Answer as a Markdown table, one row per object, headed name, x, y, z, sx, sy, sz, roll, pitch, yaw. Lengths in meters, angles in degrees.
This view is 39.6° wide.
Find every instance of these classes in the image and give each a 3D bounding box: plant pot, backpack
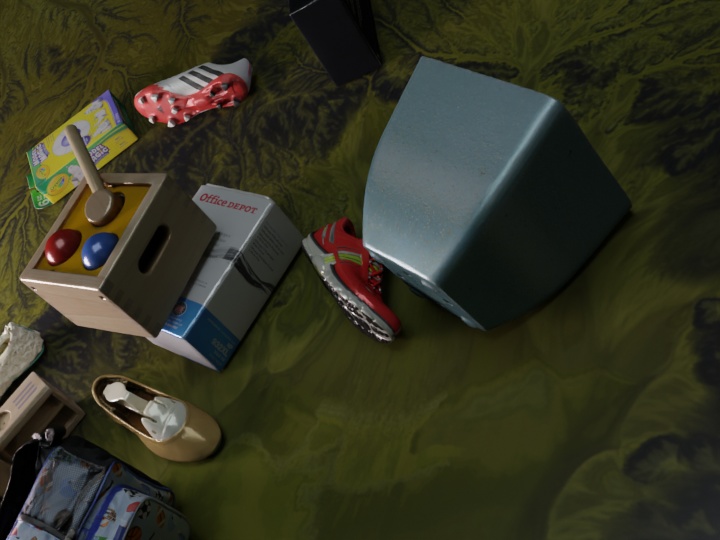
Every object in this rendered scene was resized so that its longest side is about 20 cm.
| name | x | y | z | sx | sy | sz | roll | pitch | yaw |
| --- | --- | --- | --- | --- | --- | --- | --- | --- | --- |
| plant pot | 0.115 | -0.062 | 1.017 | 0.195 | 0.196 | 0.201 | 30 | 83 | 44 |
| backpack | -0.275 | 0.286 | 1.007 | 0.153 | 0.200 | 0.192 | 23 | 72 | 29 |

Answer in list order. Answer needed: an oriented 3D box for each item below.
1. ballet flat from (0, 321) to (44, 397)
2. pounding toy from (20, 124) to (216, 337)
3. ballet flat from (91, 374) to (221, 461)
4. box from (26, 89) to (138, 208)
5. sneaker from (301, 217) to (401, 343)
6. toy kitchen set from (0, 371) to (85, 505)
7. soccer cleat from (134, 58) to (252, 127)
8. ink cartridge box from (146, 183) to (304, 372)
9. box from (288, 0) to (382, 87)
| name | x | y | z | sx | sy | sz | roll | pitch | yaw |
| --- | --- | --- | --- | --- | --- | --- | --- | --- | --- |
| ballet flat | -0.513 | 0.152 | 1.348 | 0.071 | 0.072 | 0.201 | 24 | 72 | 43 |
| pounding toy | -0.295 | -0.052 | 1.178 | 0.183 | 0.142 | 0.201 | 5 | 59 | 39 |
| ballet flat | -0.244 | 0.168 | 1.155 | 0.199 | 0.063 | 0.069 | 12 | 63 | 39 |
| box | -0.458 | -0.192 | 1.603 | 0.199 | 0.048 | 0.118 | -39 | 43 | 3 |
| sneaker | 0.000 | 0.000 | 1.121 | 0.085 | 0.077 | 0.200 | -35 | 44 | -3 |
| toy kitchen set | -0.398 | 0.224 | 1.141 | 0.199 | 0.163 | 0.181 | 28 | 74 | 44 |
| soccer cleat | -0.252 | -0.275 | 1.522 | 0.198 | 0.069 | 0.086 | -9 | 42 | 24 |
| ink cartridge box | -0.183 | 0.004 | 1.231 | 0.144 | 0.084 | 0.201 | 15 | 65 | 42 |
| box | -0.041 | -0.381 | 1.407 | 0.078 | 0.141 | 0.201 | -24 | 45 | 18 |
